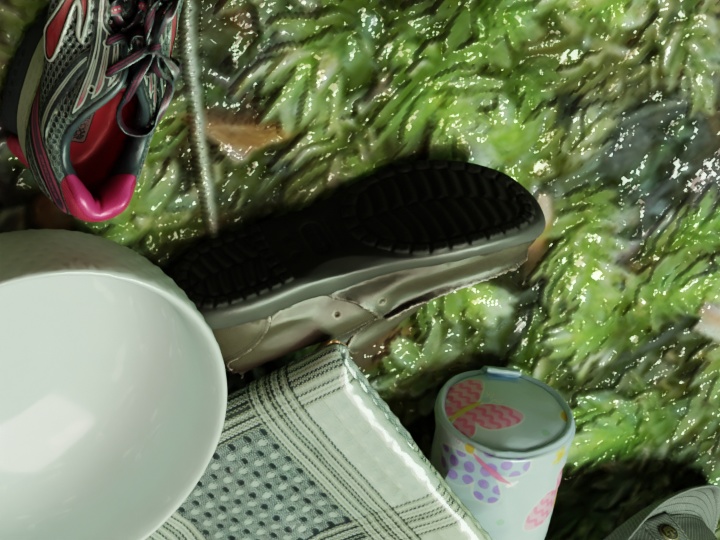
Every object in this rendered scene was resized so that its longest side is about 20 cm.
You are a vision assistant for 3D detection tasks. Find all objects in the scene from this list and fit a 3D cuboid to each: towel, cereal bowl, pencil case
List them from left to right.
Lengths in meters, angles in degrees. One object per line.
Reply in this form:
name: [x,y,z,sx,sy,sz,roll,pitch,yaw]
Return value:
cereal bowl: [-0.171,0.060,1.100,0.199,0.083,0.201,-16,131,-19]
towel: [-0.037,0.148,1.208,0.192,0.035,0.200,-27,120,20]
pencil case: [0.070,0.155,1.310,0.083,0.091,0.201,13,124,7]

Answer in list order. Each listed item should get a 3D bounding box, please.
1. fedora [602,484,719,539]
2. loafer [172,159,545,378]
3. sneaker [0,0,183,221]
fedora: [0.193,0.228,1.394,0.199,0.090,0.178,-4,124,-52]
loafer: [0.000,0.000,1.171,0.199,0.073,0.071,-15,135,-8]
sneaker: [-0.105,-0.117,1.010,0.080,0.075,0.201,-3,124,-28]
